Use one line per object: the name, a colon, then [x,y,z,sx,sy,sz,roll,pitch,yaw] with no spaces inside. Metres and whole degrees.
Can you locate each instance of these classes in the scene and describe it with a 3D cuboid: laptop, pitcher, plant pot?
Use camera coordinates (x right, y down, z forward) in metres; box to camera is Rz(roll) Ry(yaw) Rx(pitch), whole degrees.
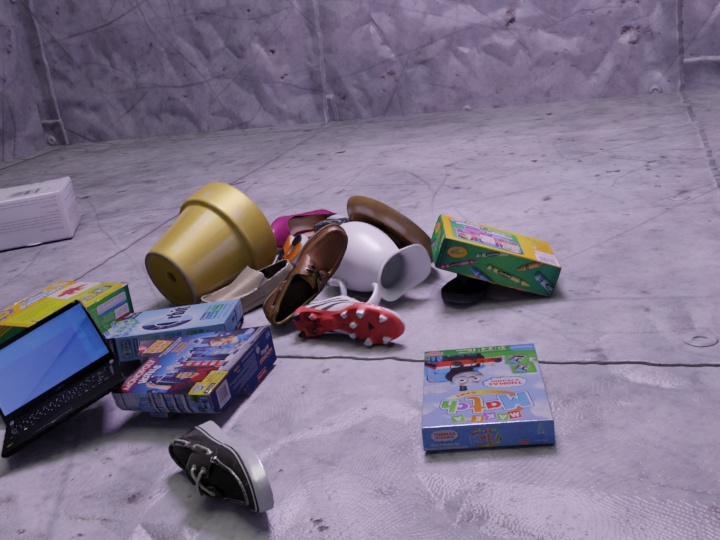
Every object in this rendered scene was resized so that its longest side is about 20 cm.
laptop: [-0.436,0.140,1.108,0.177,0.103,0.200,-33,17,-14]
pitcher: [0.000,0.000,1.399,0.172,0.121,0.200,-42,36,-19]
plant pot: [0.053,-0.066,1.481,0.200,0.200,0.028,16,66,49]
plant pot: [-0.291,-0.034,1.500,0.200,0.201,0.189,9,40,40]

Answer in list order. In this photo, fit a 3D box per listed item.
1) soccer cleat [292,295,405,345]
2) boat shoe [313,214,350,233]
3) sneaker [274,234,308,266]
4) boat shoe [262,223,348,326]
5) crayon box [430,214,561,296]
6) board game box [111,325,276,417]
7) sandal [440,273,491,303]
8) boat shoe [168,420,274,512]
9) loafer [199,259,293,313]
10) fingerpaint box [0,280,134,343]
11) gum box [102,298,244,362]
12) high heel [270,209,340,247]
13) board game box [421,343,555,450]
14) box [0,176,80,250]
soccer cleat: [-0.014,0.071,1.257,0.200,0.069,0.085,-2,24,31]
boat shoe: [-0.036,-0.077,1.694,0.071,0.072,0.200,-27,15,-23]
sneaker: [-0.108,-0.018,1.562,0.092,0.076,0.200,27,-5,-15]
boat shoe: [-0.083,0.012,1.329,0.200,0.072,0.068,-55,16,-1]
crayon box: [0.222,-0.027,1.337,0.199,0.058,0.119,14,22,-4]
board game box: [-0.252,0.149,1.143,0.199,0.062,0.200,-3,21,20]
sandal: [0.195,0.007,1.384,0.076,0.043,0.200,4,23,30]
boat shoe: [-0.159,0.226,0.890,0.064,0.071,0.200,-18,14,-28]
loafer: [-0.202,0.029,1.443,0.200,0.068,0.076,-19,22,-29]
fingerpaint box: [-0.528,0.088,1.404,0.166,0.074,0.200,2,21,24]
gum box: [-0.301,0.096,1.301,0.199,0.045,0.170,-8,11,2]
high heel: [-0.123,-0.100,1.766,0.096,0.068,0.200,-11,13,27]
board game box: [0.154,0.154,1.003,0.151,0.037,0.200,-5,21,7]
box: [-0.866,-0.153,2.125,0.198,0.131,0.200,-12,19,-9]
